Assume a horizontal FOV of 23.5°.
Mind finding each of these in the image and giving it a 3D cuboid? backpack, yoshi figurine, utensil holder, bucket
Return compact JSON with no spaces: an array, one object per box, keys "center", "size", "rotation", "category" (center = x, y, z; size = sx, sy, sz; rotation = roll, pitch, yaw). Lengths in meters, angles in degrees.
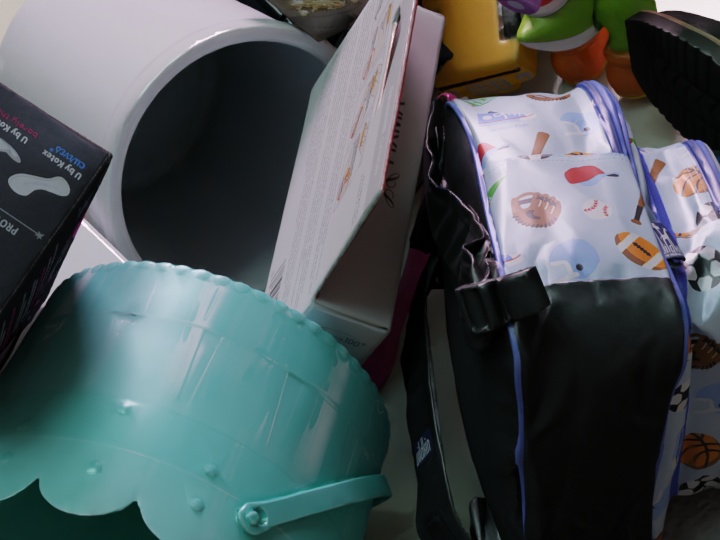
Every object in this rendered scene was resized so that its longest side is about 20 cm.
[{"center":[0.091,0.012,0.757],"size":[0.153,0.201,0.191],"rotation":[-8,46,-11],"category":"backpack"},{"center":[0.121,-0.200,0.949],"size":[0.112,0.201,0.112],"rotation":[-21,38,15],"category":"yoshi figurine"},{"center":[-0.110,-0.084,1.012],"size":[0.170,0.170,0.200],"rotation":[-42,37,-12],"category":"utensil holder"},{"center":[-0.087,0.104,0.772],"size":[0.206,0.208,0.135],"rotation":[-3,48,32],"category":"bucket"}]

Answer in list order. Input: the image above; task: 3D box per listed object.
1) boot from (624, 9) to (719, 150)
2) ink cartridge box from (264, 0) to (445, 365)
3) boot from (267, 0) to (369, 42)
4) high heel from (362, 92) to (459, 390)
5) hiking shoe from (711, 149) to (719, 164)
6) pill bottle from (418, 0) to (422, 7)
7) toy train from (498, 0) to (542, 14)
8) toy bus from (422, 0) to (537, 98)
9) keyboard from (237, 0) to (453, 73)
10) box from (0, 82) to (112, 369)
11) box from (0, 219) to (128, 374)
[{"center":[0.246,-0.108,0.880],"size":[0.138,0.078,0.200],"rotation":[-38,49,-17],"category":"boot"},{"center":[0.008,-0.056,0.814],"size":[0.176,0.044,0.201],"rotation":[127,159,-51],"category":"ink cartridge box"},{"center":[-0.054,-0.210,0.970],"size":[0.185,0.065,0.201],"rotation":[1,49,8],"category":"boot"},{"center":[0.000,0.000,0.901],"size":[0.200,0.096,0.067],"rotation":[-40,39,-9],"category":"high heel"},{"center":[0.196,-0.012,0.788],"size":[0.074,0.087,0.200],"rotation":[-32,39,-2],"category":"hiking shoe"},{"center":[0.006,-0.217,1.102],"size":[0.105,0.106,0.202],"rotation":[-7,63,28],"category":"pill bottle"},{"center":[0.089,-0.212,0.856],"size":[0.150,0.200,0.056],"rotation":[-43,14,-15],"category":"toy train"},{"center":[0.075,-0.200,1.040],"size":[0.065,0.078,0.202],"rotation":[-11,72,26],"category":"toy bus"},{"center":[-0.029,-0.173,1.021],"size":[0.200,0.040,0.104],"rotation":[47,111,25],"category":"keyboard"},{"center":[-0.205,-0.006,0.745],"size":[0.115,0.132,0.200],"rotation":[-60,6,-26],"category":"box"},{"center":[-0.190,0.079,0.908],"size":[0.200,0.125,0.097],"rotation":[-41,52,-13],"category":"box"}]
